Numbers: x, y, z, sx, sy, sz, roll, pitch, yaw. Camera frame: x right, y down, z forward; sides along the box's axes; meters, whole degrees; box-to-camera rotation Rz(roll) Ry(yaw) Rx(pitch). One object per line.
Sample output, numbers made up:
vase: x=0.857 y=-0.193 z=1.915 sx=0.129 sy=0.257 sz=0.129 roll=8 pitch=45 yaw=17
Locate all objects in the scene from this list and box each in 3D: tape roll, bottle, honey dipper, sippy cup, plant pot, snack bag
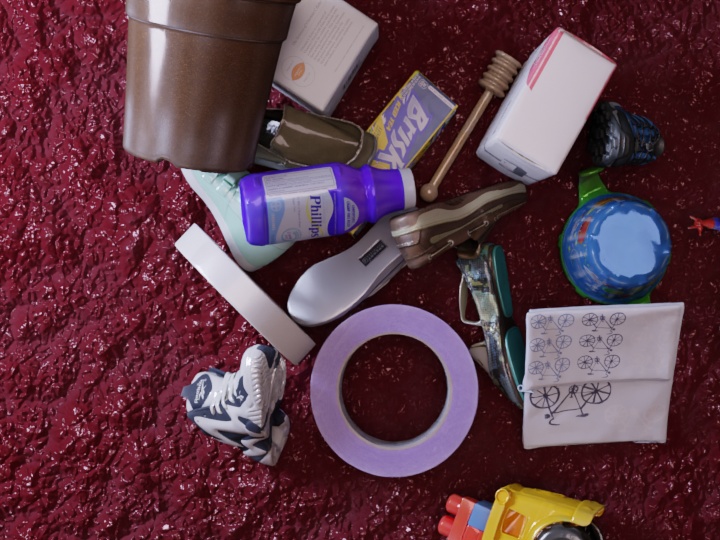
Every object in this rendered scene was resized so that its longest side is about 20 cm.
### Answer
tape roll: x=-0.133 y=0.027 z=1.690 sx=0.203 sy=0.203 sz=0.037 roll=44 pitch=87 yaw=2
bottle: x=-0.037 y=-0.080 z=1.663 sx=0.197 sy=0.084 sz=0.066 roll=-8 pitch=44 yaw=-9
honey dipper: x=0.129 y=-0.172 z=1.776 sx=0.038 sy=0.038 sz=0.201 roll=32 pitch=93 yaw=2
sippy cup: x=0.306 y=-0.028 z=1.717 sx=0.177 sy=0.130 sz=0.141 roll=33 pitch=90 yaw=2
plant pot: x=-0.177 y=-0.221 z=1.624 sx=0.197 sy=0.200 sz=0.201 roll=10 pitch=104 yaw=2
tape roll: x=0.040 y=0.141 z=1.741 sx=0.197 sy=0.085 sz=0.203 roll=0 pitch=88 yaw=2
snack bag: x=0.277 y=0.127 z=1.707 sx=0.186 sy=0.021 sz=0.202 roll=-2 pitch=120 yaw=-6

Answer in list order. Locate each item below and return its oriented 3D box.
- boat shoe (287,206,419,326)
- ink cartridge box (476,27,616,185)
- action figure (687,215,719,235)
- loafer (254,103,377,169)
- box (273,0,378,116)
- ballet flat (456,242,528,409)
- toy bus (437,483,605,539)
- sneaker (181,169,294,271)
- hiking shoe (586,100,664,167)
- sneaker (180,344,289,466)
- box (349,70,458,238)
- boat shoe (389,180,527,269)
boat shoe: x=0.000 y=0.000 z=1.756 sx=0.200 sy=0.066 sz=0.072 roll=-43 pitch=70 yaw=-6
ink cartridge box: x=0.209 y=-0.183 z=1.689 sx=0.084 sy=0.200 sz=0.147 roll=30 pitch=89 yaw=-3
action figure: x=0.447 y=-0.106 z=1.734 sx=0.065 sy=0.098 sz=0.203 roll=6 pitch=90 yaw=43
loafer: x=-0.075 y=-0.151 z=1.723 sx=0.198 sy=0.070 sz=0.076 roll=8 pitch=72 yaw=27
box: x=-0.092 y=-0.288 z=1.751 sx=0.199 sy=0.097 sz=0.125 roll=34 pitch=90 yaw=2
ballet flat: x=0.157 y=0.070 z=1.757 sx=0.073 sy=0.074 sz=0.203 roll=-11 pitch=86 yaw=1
toy bus: x=0.178 y=0.346 z=1.716 sx=0.190 sy=0.136 sz=0.203 roll=17 pitch=91 yaw=15
sneaker: x=-0.133 y=-0.111 z=1.739 sx=0.117 sy=0.074 sz=0.202 roll=-27 pitch=97 yaw=30
hiking shoe: x=0.310 y=-0.156 z=1.685 sx=0.085 sy=0.200 sz=0.075 roll=8 pitch=102 yaw=4
sneaker: x=-0.155 y=0.144 z=1.707 sx=0.128 sy=0.200 sz=0.080 roll=15 pitch=60 yaw=13
box: x=0.029 y=-0.139 z=1.760 sx=0.070 sy=0.064 sz=0.201 roll=39 pitch=89 yaw=2
boat shoe: x=0.120 y=-0.050 z=1.722 sx=0.201 sy=0.074 sz=0.076 roll=-19 pitch=93 yaw=-33
